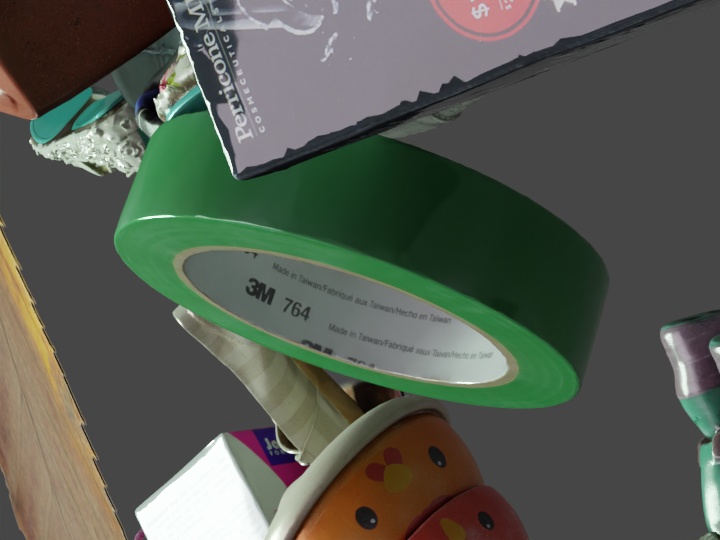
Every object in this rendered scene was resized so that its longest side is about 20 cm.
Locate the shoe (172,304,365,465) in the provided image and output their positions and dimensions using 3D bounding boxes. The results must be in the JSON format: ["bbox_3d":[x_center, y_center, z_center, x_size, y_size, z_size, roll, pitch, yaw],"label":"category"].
[{"bbox_3d":[-0.044,0.069,0.968,0.070,0.053,0.200,39,165,50],"label":"shoe"}]

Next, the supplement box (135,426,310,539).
[{"bbox_3d":[-0.040,0.206,1.050,0.103,0.101,0.200,-44,66,30],"label":"supplement box"}]

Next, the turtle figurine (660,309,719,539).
[{"bbox_3d":[0.150,0.112,0.551,0.150,0.101,0.200,-3,102,68],"label":"turtle figurine"}]

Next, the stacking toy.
[{"bbox_3d":[0.059,0.170,0.837,0.200,0.146,0.146,35,146,24],"label":"stacking toy"}]

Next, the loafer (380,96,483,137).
[{"bbox_3d":[0.003,-0.156,0.703,0.070,0.070,0.200,-20,93,33],"label":"loafer"}]

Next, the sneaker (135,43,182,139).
[{"bbox_3d":[-0.054,-0.066,0.846,0.081,0.115,0.199,49,152,43],"label":"sneaker"}]

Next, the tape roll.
[{"bbox_3d":[0.000,0.000,0.689,0.200,0.200,0.048,152,138,-69],"label":"tape roll"}]

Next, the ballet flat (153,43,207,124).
[{"bbox_3d":[0.002,-0.110,0.646,0.200,0.076,0.064,-21,66,30],"label":"ballet flat"}]

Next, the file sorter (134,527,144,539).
[{"bbox_3d":[-0.077,0.272,1.219,0.139,0.125,0.200,44,148,47],"label":"file sorter"}]

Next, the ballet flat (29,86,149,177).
[{"bbox_3d":[-0.194,-0.097,1.240,0.200,0.072,0.072,15,124,65],"label":"ballet flat"}]

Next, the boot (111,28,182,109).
[{"bbox_3d":[-0.102,-0.099,0.999,0.200,0.066,0.165,11,112,63],"label":"boot"}]

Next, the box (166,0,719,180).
[{"bbox_3d":[0.019,-0.152,0.501,0.182,0.104,0.200,-18,94,43],"label":"box"}]

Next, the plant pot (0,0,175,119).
[{"bbox_3d":[-0.180,-0.187,0.779,0.200,0.176,0.200,17,154,29],"label":"plant pot"}]
